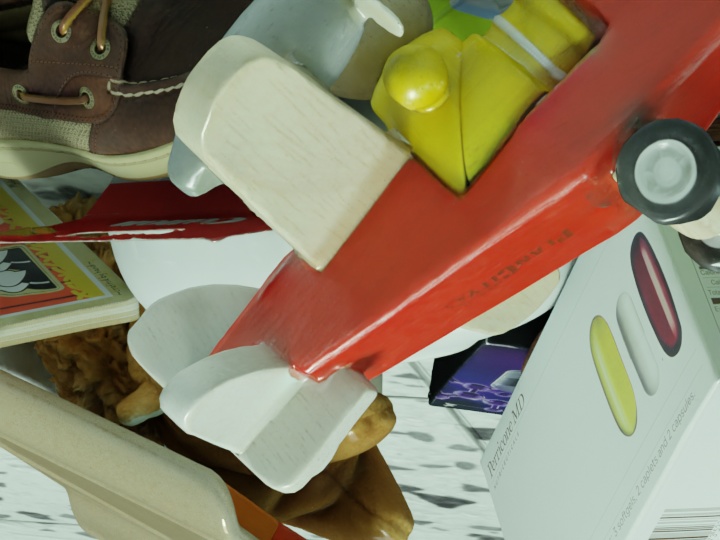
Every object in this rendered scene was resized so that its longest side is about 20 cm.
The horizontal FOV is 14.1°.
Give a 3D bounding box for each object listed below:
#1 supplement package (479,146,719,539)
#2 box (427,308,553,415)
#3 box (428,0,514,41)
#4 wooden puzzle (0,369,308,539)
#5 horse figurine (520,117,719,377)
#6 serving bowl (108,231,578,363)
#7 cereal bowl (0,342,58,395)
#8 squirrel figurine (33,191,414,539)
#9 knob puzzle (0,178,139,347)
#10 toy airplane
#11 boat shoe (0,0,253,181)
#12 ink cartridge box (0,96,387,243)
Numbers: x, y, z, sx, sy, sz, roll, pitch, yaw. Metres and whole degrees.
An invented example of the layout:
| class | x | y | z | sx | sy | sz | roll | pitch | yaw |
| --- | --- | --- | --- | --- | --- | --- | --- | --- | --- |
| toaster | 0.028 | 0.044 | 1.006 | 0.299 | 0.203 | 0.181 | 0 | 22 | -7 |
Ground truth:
| class | x | y | z | sx | sy | sz | roll | pitch | yaw |
| --- | --- | --- | --- | --- | --- | --- | --- | --- | --- |
| supplement package | 0.156 | 0.057 | 1.122 | 0.156 | 0.111 | 0.200 | -1 | 140 | -19 |
| box | 0.143 | 0.027 | 1.328 | 0.200 | 0.079 | 0.141 | 8 | 167 | -7 |
| box | 0.100 | -0.103 | 0.917 | 0.122 | 0.048 | 0.200 | 11 | 165 | -18 |
| wooden puzzle | -0.093 | 0.099 | 1.296 | 0.185 | 0.037 | 0.200 | 23 | 164 | 28 |
| horse figurine | 0.141 | -0.005 | 1.184 | 0.133 | 0.050 | 0.200 | 7 | 140 | -1 |
| serving bowl | 0.000 | 0.000 | 1.159 | 0.200 | 0.066 | 0.200 | -3 | -174 | 0 |
| cereal bowl | -0.238 | 0.018 | 1.430 | 0.200 | 0.083 | 0.200 | 6 | 165 | 2 |
| squirrel figurine | -0.077 | 0.039 | 1.318 | 0.200 | 0.142 | 0.187 | 8 | 174 | 21 |
| knob puzzle | -0.216 | -0.008 | 1.193 | 0.220 | 0.030 | 0.220 | 0 | -156 | 0 |
| toy airplane | 0.010 | -0.027 | 0.881 | 0.199 | 0.141 | 0.200 | -14 | 155 | -28 |
| boat shoe | -0.089 | -0.080 | 1.019 | 0.200 | 0.072 | 0.072 | -2 | 133 | 51 |
| ink cartridge box | -0.029 | -0.042 | 1.037 | 0.200 | 0.050 | 0.161 | -8 | -175 | -43 |
